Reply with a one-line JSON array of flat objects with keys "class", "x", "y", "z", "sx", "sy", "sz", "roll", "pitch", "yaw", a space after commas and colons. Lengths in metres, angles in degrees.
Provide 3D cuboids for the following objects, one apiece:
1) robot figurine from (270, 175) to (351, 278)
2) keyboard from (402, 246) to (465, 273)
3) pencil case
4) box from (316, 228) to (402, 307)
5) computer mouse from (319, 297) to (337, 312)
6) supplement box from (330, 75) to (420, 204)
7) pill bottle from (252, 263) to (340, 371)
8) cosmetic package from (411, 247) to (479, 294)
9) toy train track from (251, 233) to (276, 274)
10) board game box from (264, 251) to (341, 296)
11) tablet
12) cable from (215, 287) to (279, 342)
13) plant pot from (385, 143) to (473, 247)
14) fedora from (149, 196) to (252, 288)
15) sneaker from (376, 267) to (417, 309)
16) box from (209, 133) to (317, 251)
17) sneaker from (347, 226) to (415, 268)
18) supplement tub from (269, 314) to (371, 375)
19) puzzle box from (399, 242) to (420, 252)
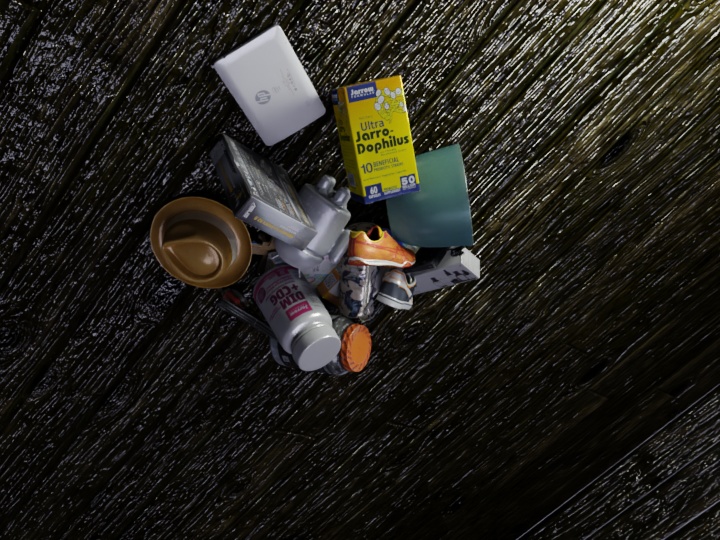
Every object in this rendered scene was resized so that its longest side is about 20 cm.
[{"class": "robot figurine", "x": -0.096, "y": -0.088, "z": 1.419, "sx": 0.202, "sy": 0.168, "sz": 0.113, "roll": -57, "pitch": 172, "yaw": 8}, {"class": "keyboard", "x": 0.167, "y": -0.045, "z": 1.515, "sx": 0.125, "sy": 0.200, "sz": 0.021, "roll": -11, "pitch": 107, "yaw": 24}, {"class": "pencil case", "x": 0.000, "y": 0.000, "z": 1.488, "sx": 0.077, "sy": 0.089, "sz": 0.203, "roll": -19, "pitch": 125, "yaw": -38}, {"class": "box", "x": 0.012, "y": 0.001, "z": 1.583, "sx": 0.200, "sy": 0.042, "sz": 0.119, "roll": -45, "pitch": 137, "yaw": 13}, {"class": "computer mouse", "x": -0.084, "y": 0.071, "z": 1.593, "sx": 0.058, "sy": 0.200, "sz": 0.035, "roll": 10, "pitch": 90, "yaw": 4}, {"class": "supplement box", "x": 0.026, "y": -0.233, "z": 1.289, "sx": 0.107, "sy": 0.109, "sz": 0.203, "roll": -15, "pitch": 104, "yaw": -12}, {"class": "pill bottle", "x": -0.125, "y": 0.092, "z": 1.434, "sx": 0.112, "sy": 0.201, "sz": 0.114, "roll": -23, "pitch": 144, "yaw": -19}, {"class": "cosmetic package", "x": 0.159, "y": 0.004, "z": 1.611, "sx": 0.198, "sy": 0.051, "sz": 0.082, "roll": -17, "pitch": 144, "yaw": 35}, {"class": "toy train track", "x": -0.220, "y": -0.052, "z": 1.466, "sx": 0.198, "sy": 0.033, "sz": 0.116, "roll": 7, "pitch": 122, "yaw": -40}, {"class": "board game box", "x": -0.113, "y": 0.006, "z": 1.554, "sx": 0.197, "sy": 0.034, "sz": 0.136, "roll": -12, "pitch": 138, "yaw": -32}, {"class": "tablet", "x": -0.153, "y": -0.314, "z": 1.257, "sx": 0.129, "sy": 0.014, "sz": 0.201, "roll": -29, "pitch": 138, "yaw": 4}, {"class": "cable", "x": -0.220, "y": 0.090, "z": 1.498, "sx": 0.051, "sy": 0.198, "sz": 0.097, "roll": -62, "pitch": 154, "yaw": -4}, {"class": "plant pot", "x": 0.132, "y": -0.138, "z": 1.447, "sx": 0.158, "sy": 0.203, "sz": 0.202, "roll": -8, "pitch": 139, "yaw": 7}, {"class": "fedora", "x": -0.304, "y": -0.038, "z": 1.354, "sx": 0.197, "sy": 0.082, "sz": 0.204, "roll": 2, "pitch": 115, "yaw": 3}, {"class": "sneaker", "x": 0.082, "y": 0.037, "z": 1.552, "sx": 0.077, "sy": 0.200, "sz": 0.081, "roll": 21, "pitch": 91, "yaw": 5}, {"class": "box", "x": -0.174, "y": -0.139, "z": 1.283, "sx": 0.048, "sy": 0.201, "sz": 0.157, "roll": -45, "pitch": 136, "yaw": 17}, {"class": "sneaker", "x": 0.049, "y": -0.043, "z": 1.401, "sx": 0.072, "sy": 0.079, "sz": 0.199, "roll": 3, "pitch": 179, "yaw": 33}, {"class": "supplement tub", "x": -0.084, "y": 0.152, "z": 1.534, "sx": 0.197, "sy": 0.124, "sz": 0.123, "roll": 6, "pitch": 151, "yaw": 32}, {"class": "puzzle box", "x": 0.140, "y": -0.047, "z": 1.661, "sx": 0.133, "sy": 0.026, "sz": 0.199, "roll": -41, "pitch": 136, "yaw": 15}]
